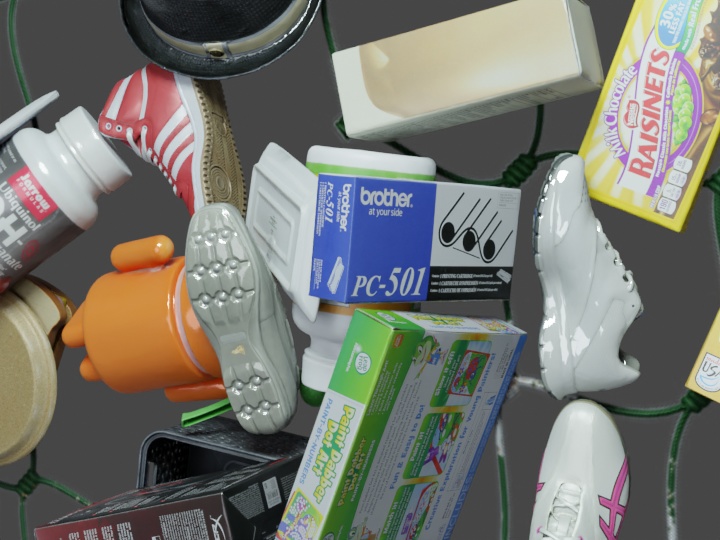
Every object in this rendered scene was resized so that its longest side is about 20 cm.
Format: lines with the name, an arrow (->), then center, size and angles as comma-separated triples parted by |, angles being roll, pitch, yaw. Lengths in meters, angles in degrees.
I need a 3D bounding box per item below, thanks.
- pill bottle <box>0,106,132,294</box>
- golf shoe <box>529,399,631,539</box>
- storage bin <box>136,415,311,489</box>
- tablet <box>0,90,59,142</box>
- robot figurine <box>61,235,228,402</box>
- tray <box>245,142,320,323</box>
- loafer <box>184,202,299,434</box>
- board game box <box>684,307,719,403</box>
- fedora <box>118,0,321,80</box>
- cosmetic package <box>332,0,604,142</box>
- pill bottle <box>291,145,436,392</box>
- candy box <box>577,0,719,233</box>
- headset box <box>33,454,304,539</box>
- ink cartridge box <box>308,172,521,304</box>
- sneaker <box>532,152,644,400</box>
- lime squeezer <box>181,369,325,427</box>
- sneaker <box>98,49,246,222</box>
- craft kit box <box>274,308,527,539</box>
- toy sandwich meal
pill bottle -> -0.317, -0.062, 1.123 | 0.199, 0.111, 0.111 | -37, 78, -1
golf shoe -> 0.173, 0.206, 0.963 | 0.072, 0.092, 0.202 | 6, 98, 21
storage bin -> -0.096, 0.219, 1.081 | 0.198, 0.094, 0.137 | 10, 97, 23
tablet -> -0.365, -0.108, 1.126 | 0.130, 0.200, 0.014 | -32, 104, 21
robot figurine -> -0.171, 0.046, 1.089 | 0.198, 0.116, 0.145 | -11, 79, 21
tray -> -0.066, -0.038, 1.013 | 0.022, 0.200, 0.108 | 3, 106, -20
loafer -> -0.096, 0.037, 1.004 | 0.069, 0.070, 0.202 | -7, 107, 17
board game box -> 0.357, 0.029, 0.907 | 0.152, 0.040, 0.202 | 25, 102, 20
fedora -> -0.132, -0.265, 1.043 | 0.198, 0.092, 0.203 | -4, 73, 13
cosmetic package -> 0.089, -0.163, 0.977 | 0.198, 0.105, 0.072 | -12, 88, 21
pill bottle -> 0.000, 0.000, 1.018 | 0.110, 0.111, 0.202 | 8, 96, 22
candy box -> 0.245, -0.141, 0.953 | 0.102, 0.026, 0.202 | 23, 101, 24
headset box -> -0.152, 0.214, 0.974 | 0.198, 0.148, 0.076 | -15, 87, 22
ink cartridge box -> 0.047, -0.024, 0.948 | 0.044, 0.199, 0.095 | 10, 97, 44
sneaker -> 0.183, 0.004, 0.967 | 0.086, 0.075, 0.202 | -3, 105, 13
lime squeezer -> -0.057, 0.112, 1.073 | 0.198, 0.071, 0.038 | 2, 106, -2
sneaker -> -0.174, -0.101, 1.099 | 0.112, 0.071, 0.202 | -19, 70, 21
craft kit box -> 0.037, 0.132, 0.963 | 0.048, 0.197, 0.202 | 26, 102, 33
toy sandwich meal -> -0.366, 0.094, 1.205 | 0.203, 0.070, 0.207 | 3, 97, 24
